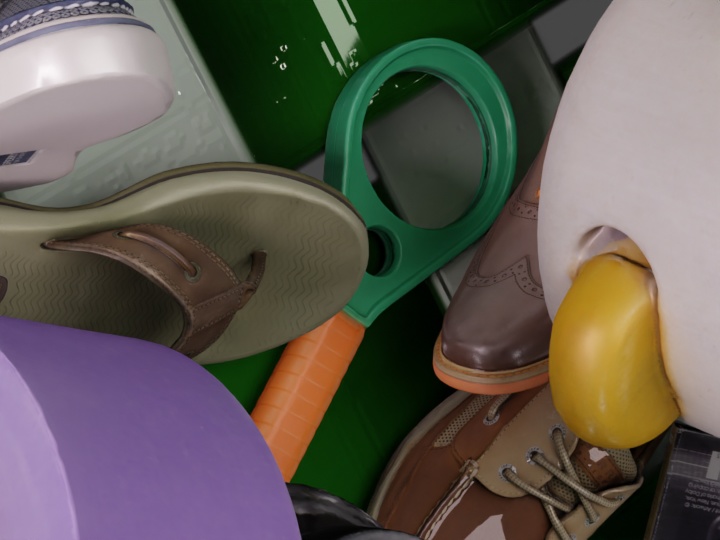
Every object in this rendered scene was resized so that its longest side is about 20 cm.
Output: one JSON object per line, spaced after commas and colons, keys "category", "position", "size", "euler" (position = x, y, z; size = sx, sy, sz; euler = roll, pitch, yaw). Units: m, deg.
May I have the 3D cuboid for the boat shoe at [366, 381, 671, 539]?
{"category": "boat shoe", "position": [0.069, 0.070, 0.962], "size": [0.076, 0.072, 0.200], "euler": [44, 65, -21]}

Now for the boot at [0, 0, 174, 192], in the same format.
{"category": "boot", "position": [-0.112, -0.081, 0.792], "size": [0.072, 0.200, 0.091], "euler": [-7, 86, -21]}

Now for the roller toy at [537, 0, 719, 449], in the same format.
{"category": "roller toy", "position": [0.154, -0.026, 0.888], "size": [0.182, 0.139, 0.201], "euler": [8, 100, -51]}

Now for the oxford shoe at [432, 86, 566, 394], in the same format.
{"category": "oxford shoe", "position": [0.082, -0.032, 0.964], "size": [0.200, 0.071, 0.073], "euler": [-52, 141, -39]}

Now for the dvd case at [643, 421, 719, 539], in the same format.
{"category": "dvd case", "position": [0.169, 0.169, 0.976], "size": [0.148, 0.016, 0.201], "euler": [12, 100, -5]}

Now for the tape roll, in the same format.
{"category": "tape roll", "position": [-0.111, 0.113, 0.725], "size": [0.085, 0.200, 0.201], "euler": [11, 80, -43]}

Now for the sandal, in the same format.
{"category": "sandal", "position": [-0.087, 0.012, 0.863], "size": [0.200, 0.057, 0.080], "euler": [-6, 124, -27]}

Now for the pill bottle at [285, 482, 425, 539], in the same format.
{"category": "pill bottle", "position": [-0.047, 0.123, 0.809], "size": [0.111, 0.200, 0.112], "euler": [3, 85, -32]}

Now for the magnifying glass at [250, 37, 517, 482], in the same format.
{"category": "magnifying glass", "position": [0.000, 0.000, 0.957], "size": [0.080, 0.022, 0.200], "euler": [37, 66, -25]}
